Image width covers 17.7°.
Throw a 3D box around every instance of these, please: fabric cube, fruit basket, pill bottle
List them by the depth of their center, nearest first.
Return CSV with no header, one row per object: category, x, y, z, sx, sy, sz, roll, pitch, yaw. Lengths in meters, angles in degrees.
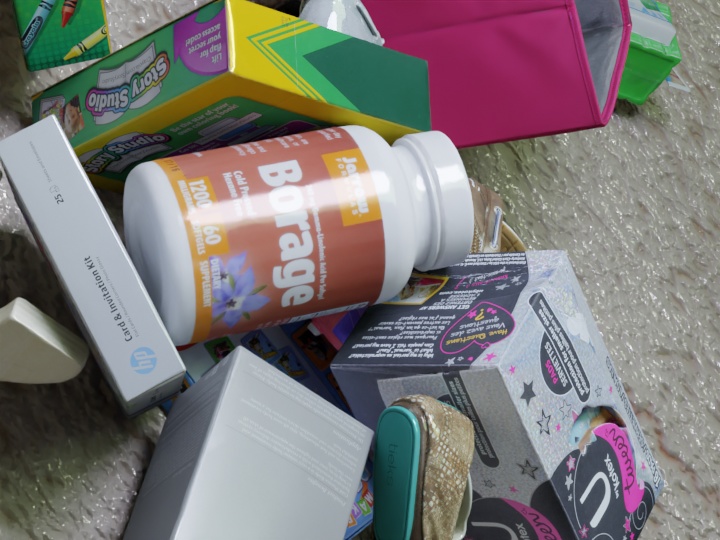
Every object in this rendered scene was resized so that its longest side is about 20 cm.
pill bottle,-0.037,-0.027,1.408,0.198,0.112,0.113,-12,62,-19
fabric cube,0.078,-0.215,1.714,0.197,0.198,0.201,-67,145,-59
fruit basket,0.199,-0.249,2.063,0.184,0.094,0.201,14,44,-42

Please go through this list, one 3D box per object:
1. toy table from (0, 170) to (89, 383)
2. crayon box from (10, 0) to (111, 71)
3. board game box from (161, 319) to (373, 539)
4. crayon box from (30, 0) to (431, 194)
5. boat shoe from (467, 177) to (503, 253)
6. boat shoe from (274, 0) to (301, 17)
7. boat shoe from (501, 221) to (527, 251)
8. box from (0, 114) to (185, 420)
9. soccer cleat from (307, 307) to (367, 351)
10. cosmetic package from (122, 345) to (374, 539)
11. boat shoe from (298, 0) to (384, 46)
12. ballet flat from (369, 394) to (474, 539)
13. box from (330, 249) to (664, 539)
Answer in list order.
toy table,-0.250,0.029,1.233,0.183,0.117,0.201,29,37,-29
crayon box,-0.206,-0.230,1.495,0.058,0.120,0.200,-11,34,-5
board game box,-0.055,0.084,1.479,0.200,0.037,0.151,52,33,6
crayon box,-0.084,-0.100,1.476,0.172,0.199,0.059,15,64,-42
boat shoe,0.072,0.032,1.589,0.072,0.072,0.202,9,79,-25
boat shoe,-0.069,-0.151,1.650,0.200,0.066,0.057,-51,125,-69
boat shoe,0.046,-0.042,1.696,0.199,0.071,0.069,33,15,-31
box,-0.151,0.004,1.313,0.157,0.041,0.200,62,-9,3
soccer cleat,0.000,0.000,1.546,0.067,0.076,0.200,47,13,-19
cosmetic package,-0.073,0.156,1.313,0.106,0.090,0.201,35,48,-16
boat shoe,-0.006,-0.141,1.588,0.201,0.069,0.072,61,42,-73
ballet flat,0.036,0.174,1.378,0.065,0.202,0.070,2,13,-40
box,0.091,0.101,1.466,0.115,0.131,0.201,-56,132,-39
